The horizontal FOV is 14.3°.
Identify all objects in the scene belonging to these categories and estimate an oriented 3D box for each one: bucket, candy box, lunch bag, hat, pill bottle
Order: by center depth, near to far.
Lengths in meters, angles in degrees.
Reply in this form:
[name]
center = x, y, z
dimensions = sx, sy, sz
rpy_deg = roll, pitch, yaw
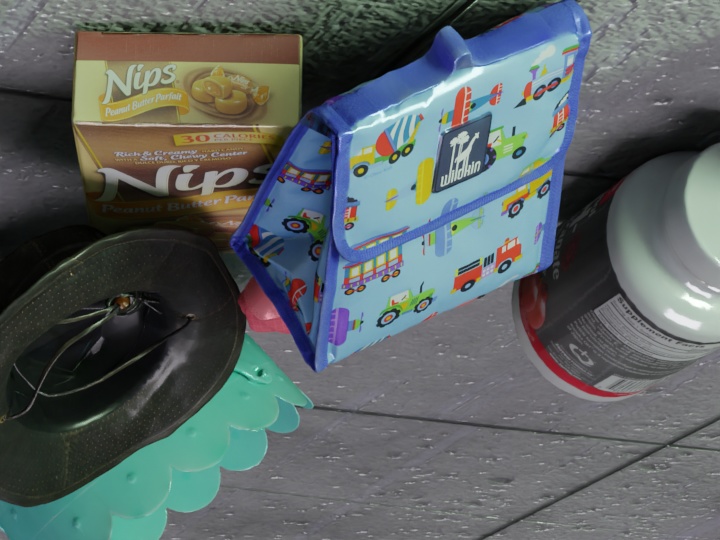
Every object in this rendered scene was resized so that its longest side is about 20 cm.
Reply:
[lunch bag]
center = 0.031, -0.060, 1.436
dimensions = 0.150, 0.094, 0.200
rpy_deg = -24, 155, -23
[candy box]
center = -0.089, -0.065, 1.520
dimensions = 0.115, 0.055, 0.200
rpy_deg = 0, 162, -2
[hat]
center = -0.160, 0.032, 1.562
dimensions = 0.200, 0.081, 0.201
rpy_deg = -28, 146, -21
[pill bottle]
center = 0.174, -0.002, 1.629
dimensions = 0.111, 0.111, 0.200
rpy_deg = 7, 160, -21
[bucket]
center = -0.147, 0.090, 1.731
dimensions = 0.207, 0.135, 0.207
rpy_deg = -38, 173, -5

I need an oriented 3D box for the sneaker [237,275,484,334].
[sneaker]
center = 0.000, 0.000, 1.618
dimensions = 0.087, 0.074, 0.200
rpy_deg = -36, 162, 27
